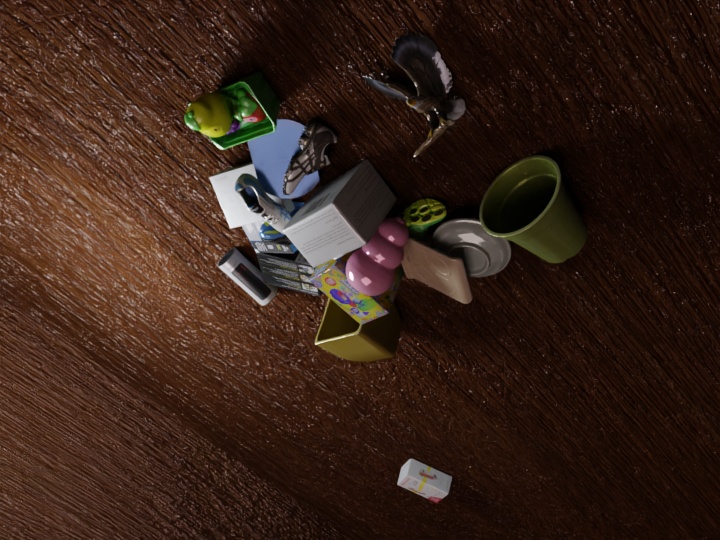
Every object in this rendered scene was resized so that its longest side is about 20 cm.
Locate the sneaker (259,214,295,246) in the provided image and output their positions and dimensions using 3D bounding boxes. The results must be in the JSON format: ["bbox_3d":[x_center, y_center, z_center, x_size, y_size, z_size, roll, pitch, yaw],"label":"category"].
[{"bbox_3d":[-0.182,-0.111,1.645,0.198,0.071,0.083,-8,164,-22],"label":"sneaker"}]

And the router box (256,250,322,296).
[{"bbox_3d":[-0.211,-0.003,1.846,0.198,0.051,0.150,13,142,14],"label":"router box"}]

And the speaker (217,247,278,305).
[{"bbox_3d":[-0.361,0.020,1.931,0.081,0.082,0.200,-21,123,42],"label":"speaker"}]

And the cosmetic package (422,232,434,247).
[{"bbox_3d":[0.224,-0.063,1.548,0.199,0.051,0.083,-15,127,39],"label":"cosmetic package"}]

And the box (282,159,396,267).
[{"bbox_3d":[-0.050,-0.138,1.481,0.198,0.201,0.131,-22,116,42],"label":"box"}]

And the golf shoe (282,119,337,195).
[{"bbox_3d":[-0.124,-0.257,1.449,0.094,0.078,0.201,24,119,-12],"label":"golf shoe"}]

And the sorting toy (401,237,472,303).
[{"bbox_3d":[0.186,-0.009,1.521,0.199,0.037,0.186,23,154,34],"label":"sorting toy"}]

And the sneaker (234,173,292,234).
[{"bbox_3d":[-0.245,-0.157,1.523,0.071,0.073,0.200,-20,126,35],"label":"sneaker"}]

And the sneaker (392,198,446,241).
[{"bbox_3d":[0.143,-0.120,1.526,0.083,0.075,0.199,22,147,-39],"label":"sneaker"}]

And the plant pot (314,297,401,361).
[{"bbox_3d":[0.015,0.175,1.828,0.193,0.197,0.200,-19,132,41],"label":"plant pot"}]

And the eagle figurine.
[{"bbox_3d":[0.118,-0.363,1.228,0.151,0.151,0.201,-33,86,4],"label":"eagle figurine"}]

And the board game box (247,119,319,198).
[{"bbox_3d":[-0.190,-0.282,1.507,0.156,0.039,0.202,-9,116,8],"label":"board game box"}]

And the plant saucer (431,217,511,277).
[{"bbox_3d":[0.266,-0.041,1.472,0.198,0.050,0.201,14,141,11],"label":"plant saucer"}]

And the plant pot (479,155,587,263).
[{"bbox_3d":[0.397,-0.113,1.313,0.189,0.202,0.199,34,142,-31],"label":"plant pot"}]

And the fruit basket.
[{"bbox_3d":[-0.307,-0.353,1.379,0.214,0.217,0.156,-9,131,35],"label":"fruit basket"}]

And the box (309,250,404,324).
[{"bbox_3d":[0.000,0.000,1.625,0.200,0.194,0.122,42,139,-20],"label":"box"}]

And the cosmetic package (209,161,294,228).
[{"bbox_3d":[-0.290,-0.208,1.606,0.198,0.052,0.152,-9,112,29],"label":"cosmetic package"}]

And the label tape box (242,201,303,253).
[{"bbox_3d":[-0.234,-0.121,1.714,0.198,0.066,0.144,4,137,27],"label":"label tape box"}]

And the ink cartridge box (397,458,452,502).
[{"bbox_3d":[0.277,0.914,2.613,0.198,0.084,0.146,25,142,0],"label":"ink cartridge box"}]

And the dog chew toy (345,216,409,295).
[{"bbox_3d":[0.049,-0.039,1.465,0.124,0.125,0.201,29,104,-6],"label":"dog chew toy"}]
